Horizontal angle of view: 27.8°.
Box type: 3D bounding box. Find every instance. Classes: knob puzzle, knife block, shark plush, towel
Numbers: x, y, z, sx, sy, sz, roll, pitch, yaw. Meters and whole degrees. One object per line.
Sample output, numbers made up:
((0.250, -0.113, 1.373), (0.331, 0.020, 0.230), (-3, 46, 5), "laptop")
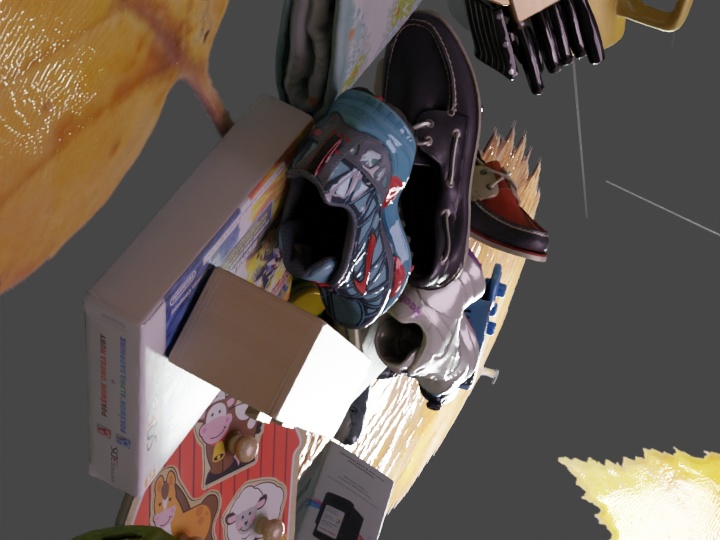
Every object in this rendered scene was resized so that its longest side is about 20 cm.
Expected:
((-0.100, 0.158, 1.083), (0.219, 0.030, 0.222), (-27, 125, -45), "knob puzzle")
((0.132, -0.238, 1.075), (0.064, 0.174, 0.201), (45, -63, 57), "knife block")
((-0.001, 0.090, 1.372), (0.200, 0.083, 0.091), (-43, 155, -59), "shark plush")
((0.012, -0.211, 0.920), (0.171, 0.048, 0.201), (-50, 162, -44), "towel")

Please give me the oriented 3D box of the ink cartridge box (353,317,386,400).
((0.000, 0.000, 1.199), (0.145, 0.083, 0.201), (-38, 152, -63), "ink cartridge box")

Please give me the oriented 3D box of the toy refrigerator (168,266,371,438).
((-0.053, 0.060, 0.925), (0.070, 0.075, 0.200), (-62, 169, -5), "toy refrigerator")

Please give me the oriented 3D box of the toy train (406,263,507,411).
((0.081, 0.058, 1.355), (0.200, 0.086, 0.115), (92, 13, -69), "toy train")

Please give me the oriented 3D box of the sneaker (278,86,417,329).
((-0.022, -0.023, 0.937), (0.096, 0.079, 0.201), (-45, 152, -31), "sneaker")

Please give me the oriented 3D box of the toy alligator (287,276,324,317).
((-0.057, 0.002, 1.067), (0.054, 0.060, 0.201), (-13, 139, -12), "toy alligator")

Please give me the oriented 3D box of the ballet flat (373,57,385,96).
((0.048, -0.135, 1.178), (0.063, 0.069, 0.200), (-52, 170, 17), "ballet flat")

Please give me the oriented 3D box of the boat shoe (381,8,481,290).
((0.046, -0.085, 1.036), (0.063, 0.072, 0.202), (-24, 112, -72), "boat shoe")

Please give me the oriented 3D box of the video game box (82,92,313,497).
((-0.101, 0.017, 0.919), (0.200, 0.047, 0.183), (-54, 166, -37), "video game box")

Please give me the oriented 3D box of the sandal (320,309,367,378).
((-0.004, -0.015, 1.083), (0.080, 0.057, 0.203), (-116, -160, -67), "sandal")

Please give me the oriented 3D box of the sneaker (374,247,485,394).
((0.045, 0.051, 1.167), (0.100, 0.075, 0.201), (-42, 155, -21), "sneaker")

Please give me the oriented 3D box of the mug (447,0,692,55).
((0.172, -0.274, 1.176), (0.150, 0.185, 0.154), (-95, -170, -56), "mug")

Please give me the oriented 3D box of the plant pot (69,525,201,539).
((-0.153, 0.280, 0.965), (0.200, 0.199, 0.186), (-38, 140, -62), "plant pot")

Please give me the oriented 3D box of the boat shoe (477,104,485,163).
((0.103, -0.088, 1.480), (0.075, 0.066, 0.201), (-46, 158, -52), "boat shoe")

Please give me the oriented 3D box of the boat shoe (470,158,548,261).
((0.100, -0.071, 1.267), (0.071, 0.200, 0.063), (16, 107, -39), "boat shoe")

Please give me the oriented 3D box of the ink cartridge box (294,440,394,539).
((-0.053, 0.286, 1.396), (0.146, 0.082, 0.200), (-53, -173, 31), "ink cartridge box")
